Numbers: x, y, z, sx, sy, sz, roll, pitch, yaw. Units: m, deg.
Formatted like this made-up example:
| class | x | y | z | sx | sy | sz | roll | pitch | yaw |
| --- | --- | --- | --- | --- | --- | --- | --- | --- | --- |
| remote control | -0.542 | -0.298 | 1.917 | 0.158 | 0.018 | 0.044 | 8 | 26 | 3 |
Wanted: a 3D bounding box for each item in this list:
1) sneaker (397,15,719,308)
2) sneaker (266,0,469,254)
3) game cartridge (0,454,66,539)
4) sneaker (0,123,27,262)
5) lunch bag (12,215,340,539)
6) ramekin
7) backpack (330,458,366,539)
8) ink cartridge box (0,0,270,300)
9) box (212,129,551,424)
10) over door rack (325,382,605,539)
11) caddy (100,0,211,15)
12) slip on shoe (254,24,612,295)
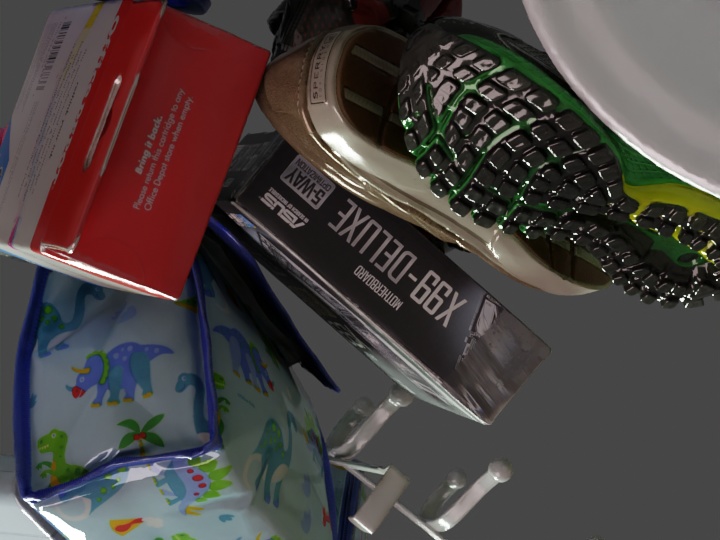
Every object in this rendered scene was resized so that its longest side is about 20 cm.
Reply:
| class | x | y | z | sx | sy | sz | roll | pitch | yaw |
| --- | --- | --- | --- | --- | --- | --- | --- | --- | --- |
| sneaker | 0.091 | -0.057 | 1.239 | 0.078 | 0.086 | 0.200 | -31 | 135 | 33 |
| sneaker | 0.011 | -0.093 | 1.325 | 0.097 | 0.071 | 0.201 | 14 | 140 | 32 |
| game cartridge | -0.208 | 0.201 | 1.905 | 0.133 | 0.041 | 0.201 | -3 | 130 | 38 |
| sneaker | -0.151 | -0.043 | 1.544 | 0.095 | 0.079 | 0.199 | 31 | 154 | -34 |
| lunch bag | -0.088 | 0.051 | 1.416 | 0.127 | 0.201 | 0.170 | -17 | 144 | 11 |
| ramekin | 0.168 | -0.124 | 1.124 | 0.200 | 0.098 | 0.201 | 24 | 144 | 19 |
| backpack | -0.070 | 0.160 | 1.611 | 0.146 | 0.184 | 0.201 | 6 | 144 | 3 |
| ink cartridge box | -0.104 | -0.053 | 1.256 | 0.067 | 0.117 | 0.200 | 21 | 176 | -19 |
| box | 0.000 | 0.000 | 1.388 | 0.158 | 0.050 | 0.200 | 42 | 175 | -8 |
| over door rack | 0.060 | 0.130 | 1.494 | 0.147 | 0.067 | 0.200 | 38 | -178 | -9 |
| caddy | -0.145 | -0.180 | 1.266 | 0.199 | 0.105 | 0.141 | 28 | 178 | -12 |
| slip on shoe | 0.037 | -0.045 | 1.267 | 0.060 | 0.077 | 0.199 | -8 | 155 | 45 |
